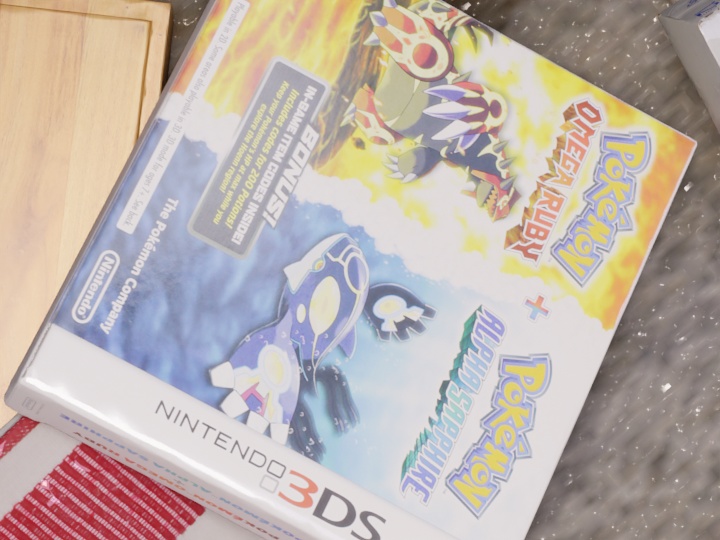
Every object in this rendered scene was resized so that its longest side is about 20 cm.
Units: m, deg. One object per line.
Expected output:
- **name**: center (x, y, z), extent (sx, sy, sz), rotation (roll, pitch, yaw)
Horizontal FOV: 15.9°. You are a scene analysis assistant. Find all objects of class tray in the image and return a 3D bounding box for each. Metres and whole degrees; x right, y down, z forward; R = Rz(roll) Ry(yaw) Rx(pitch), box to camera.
- **tray**: center (-0.127, -0.001, 0.934), extent (0.098, 0.037, 0.201), rotation (6, 85, -2)

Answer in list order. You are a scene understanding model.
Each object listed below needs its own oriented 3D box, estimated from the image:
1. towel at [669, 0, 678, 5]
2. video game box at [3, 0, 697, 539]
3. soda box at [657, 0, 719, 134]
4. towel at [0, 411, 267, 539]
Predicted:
- **towel**: center (0.216, -0.113, 0.962), extent (0.199, 0.034, 0.133), rotation (-23, 85, -4)
- **video game box**: center (0.000, 0.000, 0.907), extent (0.182, 0.047, 0.201), rotation (28, 71, -9)
- **soda box**: center (0.183, -0.018, 0.909), extent (0.063, 0.068, 0.201), rotation (-30, 100, -1)
- **towel**: center (-0.046, 0.117, 0.905), extent (0.144, 0.023, 0.200), rotation (-45, 97, -19)
